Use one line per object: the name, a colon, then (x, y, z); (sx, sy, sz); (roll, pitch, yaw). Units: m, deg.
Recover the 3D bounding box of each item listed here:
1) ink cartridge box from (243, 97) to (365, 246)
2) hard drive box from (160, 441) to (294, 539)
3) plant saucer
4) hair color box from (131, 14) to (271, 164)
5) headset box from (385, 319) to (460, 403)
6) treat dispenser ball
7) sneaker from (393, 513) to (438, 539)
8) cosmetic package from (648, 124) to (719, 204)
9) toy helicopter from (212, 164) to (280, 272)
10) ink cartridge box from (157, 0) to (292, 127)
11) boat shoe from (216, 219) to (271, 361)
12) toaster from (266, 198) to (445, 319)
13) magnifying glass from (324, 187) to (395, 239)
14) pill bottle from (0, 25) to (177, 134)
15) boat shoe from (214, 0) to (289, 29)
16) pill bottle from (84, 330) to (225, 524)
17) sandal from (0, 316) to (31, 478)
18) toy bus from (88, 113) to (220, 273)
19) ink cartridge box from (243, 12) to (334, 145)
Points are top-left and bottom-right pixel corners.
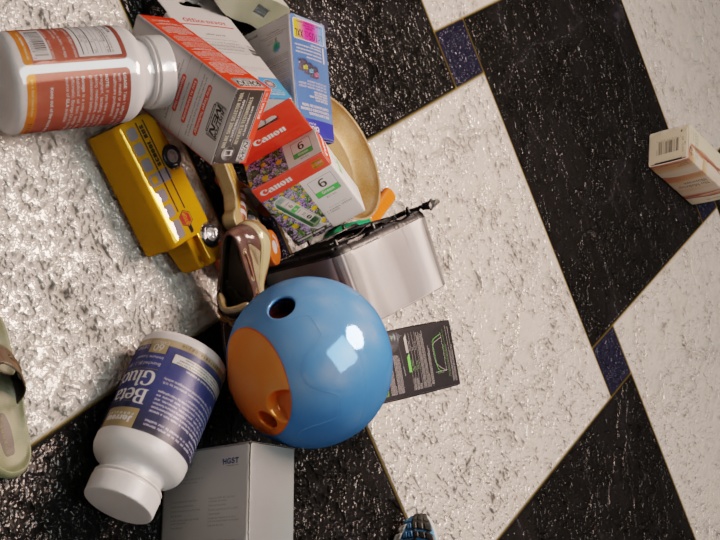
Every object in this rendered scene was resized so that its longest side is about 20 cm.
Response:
ink cartridge box: (-0.085, -0.124, 1.520); (0.200, 0.108, 0.051); (51, 15, -49)
hard drive box: (-0.156, 0.308, 1.357); (0.076, 0.155, 0.202); (17, 67, -46)
plant saucer: (-0.044, -0.160, 1.700); (0.200, 0.035, 0.202); (37, 42, -41)
hair color box: (-0.204, -0.219, 1.414); (0.061, 0.200, 0.102); (-6, 128, -49)
headset box: (0.004, 0.134, 1.583); (0.199, 0.173, 0.094); (-7, 85, -49)
treat dispenser ball: (-0.061, 0.109, 1.388); (0.200, 0.200, 0.203); (18, 66, -45)
sneaker: (0.096, 0.448, 1.687); (0.086, 0.074, 0.202); (1, 86, -56)
cosmetic package: (0.730, -0.232, 2.600); (0.199, 0.103, 0.088); (28, 60, -40)
toy helicopter: (-0.160, -0.100, 1.530); (0.133, 0.078, 0.202); (-72, 147, -63)
ink cartridge box: (-0.194, -0.267, 1.516); (0.115, 0.068, 0.201); (-6, 52, -50)
boat shoe: (-0.154, 0.040, 1.463); (0.072, 0.072, 0.202); (-29, 129, -61)
toaster: (0.000, 0.000, 1.587); (0.180, 0.199, 0.120); (-27, 99, -40)
magnifying glass: (0.002, -0.059, 1.759); (0.080, 0.022, 0.200); (57, 45, -21)
pill bottle: (-0.314, -0.218, 1.328); (0.199, 0.112, 0.113); (-11, 87, -34)
boat shoe: (-0.164, -0.381, 1.594); (0.072, 0.070, 0.201); (46, 8, 18)
pill bottle: (-0.236, 0.179, 1.335); (0.111, 0.110, 0.201); (45, 48, -31)
sandal: (-0.379, 0.116, 1.227); (0.080, 0.057, 0.203); (-23, 96, -50)
toy bus: (-0.248, -0.089, 1.437); (0.078, 0.065, 0.201); (-39, 108, -47)
ink cartridge box: (-0.109, -0.224, 1.585); (0.076, 0.136, 0.202); (9, 73, -45)
